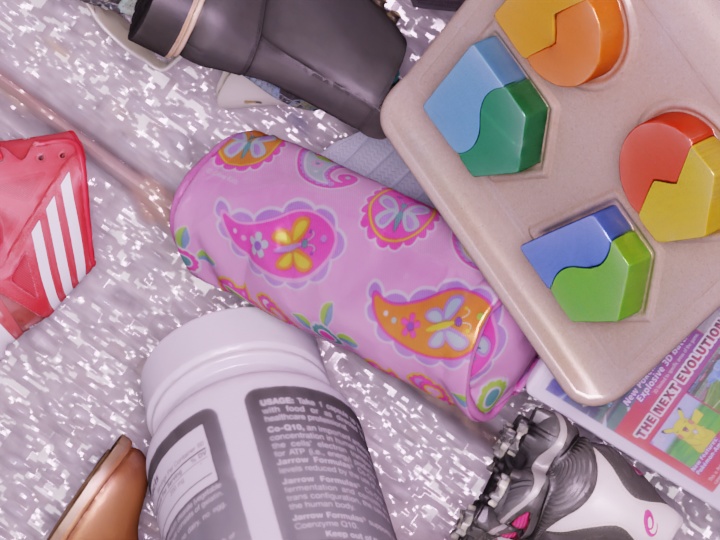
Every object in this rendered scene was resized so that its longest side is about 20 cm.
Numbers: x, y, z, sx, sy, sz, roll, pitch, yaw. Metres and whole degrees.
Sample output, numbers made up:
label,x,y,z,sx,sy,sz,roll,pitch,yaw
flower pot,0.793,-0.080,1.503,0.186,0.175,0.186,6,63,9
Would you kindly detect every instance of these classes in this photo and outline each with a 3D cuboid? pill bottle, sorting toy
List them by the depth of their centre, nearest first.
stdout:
label,x,y,z,sx,sy,sz,roll,pitch,yaw
sorting toy,0.103,-0.057,1.266,0.185,0.036,0.200,55,136,13
pill bottle,-0.044,0.124,1.413,0.114,0.114,0.200,-20,51,3

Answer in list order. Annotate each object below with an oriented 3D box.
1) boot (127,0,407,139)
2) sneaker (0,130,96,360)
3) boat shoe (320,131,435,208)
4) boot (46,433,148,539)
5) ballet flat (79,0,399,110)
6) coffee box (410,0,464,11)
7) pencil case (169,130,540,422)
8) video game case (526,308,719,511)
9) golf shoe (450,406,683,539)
label,x,y,z,sx,sy,sz,roll,pitch,yaw
boot,-0.029,-0.161,1.442,0.138,0.077,0.200,25,54,-12
sneaker,-0.215,-0.061,1.487,0.115,0.078,0.200,-39,102,-5
boat shoe,0.042,-0.057,1.468,0.200,0.062,0.072,-37,73,21
boot,-0.102,0.199,1.477,0.155,0.077,0.200,21,95,3
ballet flat,-0.075,-0.125,1.481,0.200,0.074,0.074,31,93,3
coffee box,0.065,-0.188,1.397,0.080,0.200,0.113,5,92,2
pencil case,0.000,0.000,1.410,0.200,0.087,0.088,25,93,28
video game case,0.204,0.026,1.319,0.182,0.023,0.200,32,115,-4
golf shoe,0.098,0.121,1.406,0.088,0.200,0.077,26,84,-2
